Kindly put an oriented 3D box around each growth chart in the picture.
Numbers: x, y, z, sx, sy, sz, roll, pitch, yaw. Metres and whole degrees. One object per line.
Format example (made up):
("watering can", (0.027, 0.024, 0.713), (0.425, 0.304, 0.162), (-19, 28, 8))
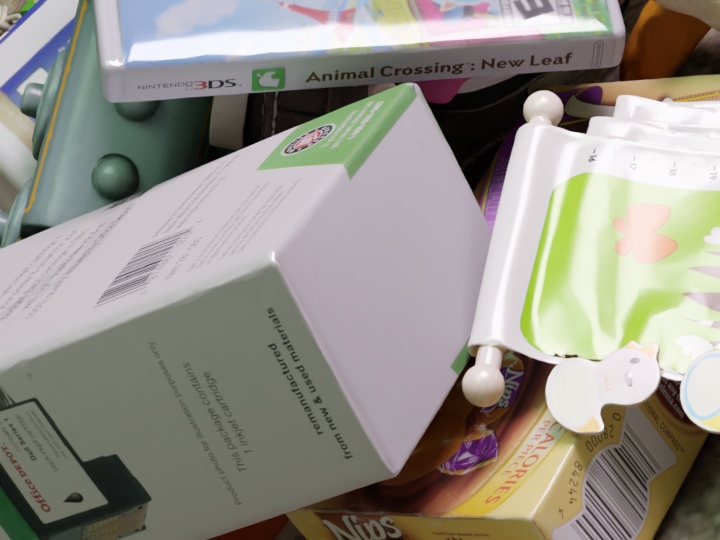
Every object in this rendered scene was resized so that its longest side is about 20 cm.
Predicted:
("growth chart", (0.133, -0.011, 0.952), (0.199, 0.018, 0.145), (-4, 51, 10))

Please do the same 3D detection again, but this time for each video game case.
("video game case", (-0.011, -0.145, 1.074), (0.181, 0.022, 0.201), (-4, 51, -6))

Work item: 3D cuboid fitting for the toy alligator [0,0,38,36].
("toy alligator", (-0.120, -0.114, 1.403), (0.200, 0.054, 0.059), (-10, 38, 53))

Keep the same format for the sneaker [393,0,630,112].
("sneaker", (0.065, -0.109, 1.127), (0.073, 0.088, 0.200), (25, 46, 11))

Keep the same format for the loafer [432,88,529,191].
("loafer", (0.000, 0.000, 1.123), (0.200, 0.071, 0.073), (-41, -4, -21))

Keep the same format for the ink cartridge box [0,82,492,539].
("ink cartridge box", (-0.068, 0.030, 0.978), (0.199, 0.085, 0.146), (-21, 16, 28))

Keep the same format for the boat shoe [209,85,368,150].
("boat shoe", (-0.005, -0.108, 1.136), (0.059, 0.072, 0.200), (13, 38, 6))

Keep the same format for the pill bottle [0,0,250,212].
("pill bottle", (-0.072, -0.093, 1.254), (0.200, 0.120, 0.120), (-45, 31, -10))

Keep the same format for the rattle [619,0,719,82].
("rattle", (0.195, -0.090, 1.058), (0.199, 0.143, 0.130), (7, 35, 4))

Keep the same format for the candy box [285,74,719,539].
("candy box", (0.072, 0.022, 1.011), (0.116, 0.057, 0.200), (-1, 48, 46))

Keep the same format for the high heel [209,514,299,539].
("high heel", (-0.094, 0.083, 1.091), (0.200, 0.067, 0.096), (-33, 41, 17))

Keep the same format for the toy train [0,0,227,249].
("toy train", (-0.087, -0.062, 1.129), (0.114, 0.085, 0.201), (128, 158, -80))
